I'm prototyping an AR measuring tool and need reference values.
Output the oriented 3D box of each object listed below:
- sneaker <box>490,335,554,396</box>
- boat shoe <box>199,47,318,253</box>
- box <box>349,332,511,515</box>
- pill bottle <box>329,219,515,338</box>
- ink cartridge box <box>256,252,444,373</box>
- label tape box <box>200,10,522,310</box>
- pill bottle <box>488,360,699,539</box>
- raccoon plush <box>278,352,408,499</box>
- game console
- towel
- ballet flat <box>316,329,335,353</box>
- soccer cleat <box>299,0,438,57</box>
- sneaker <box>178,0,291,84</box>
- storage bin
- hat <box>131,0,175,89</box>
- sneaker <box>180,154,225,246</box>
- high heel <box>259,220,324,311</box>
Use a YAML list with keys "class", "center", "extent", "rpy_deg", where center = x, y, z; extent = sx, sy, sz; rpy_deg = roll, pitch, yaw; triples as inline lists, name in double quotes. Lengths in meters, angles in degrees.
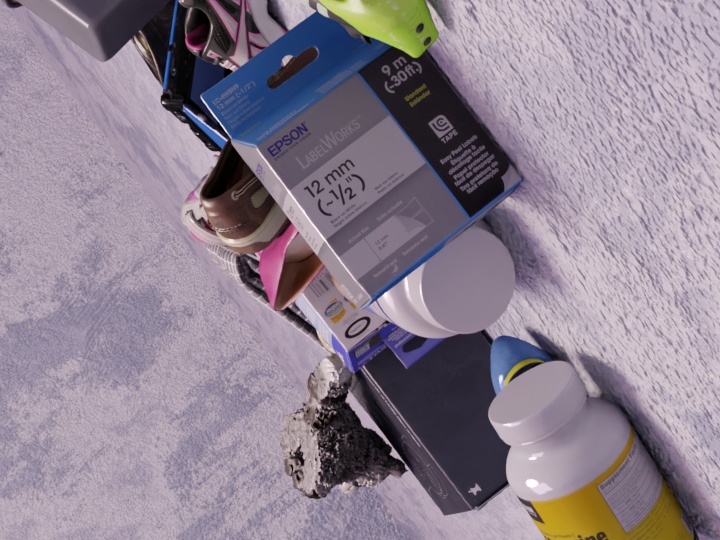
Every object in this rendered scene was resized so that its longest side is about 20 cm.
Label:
- class: "sneaker"
  center: [0.174, 0.140, 1.118]
  extent: [0.201, 0.066, 0.079]
  rpy_deg: [59, 179, -26]
- class: "boat shoe"
  center: [-0.061, -0.115, 0.956]
  extent: [0.074, 0.204, 0.075]
  rpy_deg: [5, 152, 36]
- class: "box"
  center: [0.088, 0.143, 1.302]
  extent: [0.201, 0.124, 0.197]
  rpy_deg: [52, 171, 7]
- class: "pill bottle"
  center: [0.051, -0.006, 1.035]
  extent: [0.113, 0.112, 0.200]
  rpy_deg: [56, 168, -18]
- class: "ink cartridge box"
  center: [0.000, 0.000, 1.194]
  extent: [0.200, 0.136, 0.076]
  rpy_deg: [50, 170, 19]
- class: "label tape box"
  center: [-0.002, -0.095, 0.892]
  extent: [0.201, 0.143, 0.066]
  rpy_deg: [53, 169, 1]
- class: "pill bottle"
  center: [0.190, 0.178, 1.021]
  extent: [0.201, 0.112, 0.112]
  rpy_deg: [56, 169, -15]
- class: "raccoon plush"
  center: [0.003, 0.169, 1.308]
  extent: [0.097, 0.133, 0.201]
  rpy_deg: [64, 143, 30]
- class: "game console"
  center: [-0.122, -0.173, 1.277]
  extent: [0.117, 0.173, 0.200]
  rpy_deg: [6, 173, 8]
- class: "towel"
  center: [-0.076, 0.016, 1.406]
  extent: [0.199, 0.086, 0.165]
  rpy_deg: [37, 175, -19]
- class: "ballet flat"
  center: [-0.015, 0.005, 1.279]
  extent: [0.057, 0.066, 0.201]
  rpy_deg: [97, 176, -52]
- class: "soccer cleat"
  center: [-0.021, -0.203, 0.863]
  extent: [0.200, 0.068, 0.081]
  rpy_deg: [42, 177, 45]
- class: "sneaker"
  center: [-0.122, -0.221, 1.153]
  extent: [0.080, 0.086, 0.201]
  rpy_deg: [45, 167, 41]
- class: "storage bin"
  center: [-0.237, -0.305, 1.144]
  extent: [0.134, 0.200, 0.146]
  rpy_deg: [39, 167, 9]
- class: "hat"
  center: [-0.227, -0.278, 1.439]
  extent: [0.202, 0.080, 0.201]
  rpy_deg: [58, 175, 8]
- class: "sneaker"
  center: [-0.138, -0.064, 1.279]
  extent: [0.081, 0.089, 0.200]
  rpy_deg: [34, 177, -10]
- class: "high heel"
  center: [-0.035, -0.017, 1.029]
  extent: [0.199, 0.067, 0.097]
  rpy_deg: [-7, 81, 59]
